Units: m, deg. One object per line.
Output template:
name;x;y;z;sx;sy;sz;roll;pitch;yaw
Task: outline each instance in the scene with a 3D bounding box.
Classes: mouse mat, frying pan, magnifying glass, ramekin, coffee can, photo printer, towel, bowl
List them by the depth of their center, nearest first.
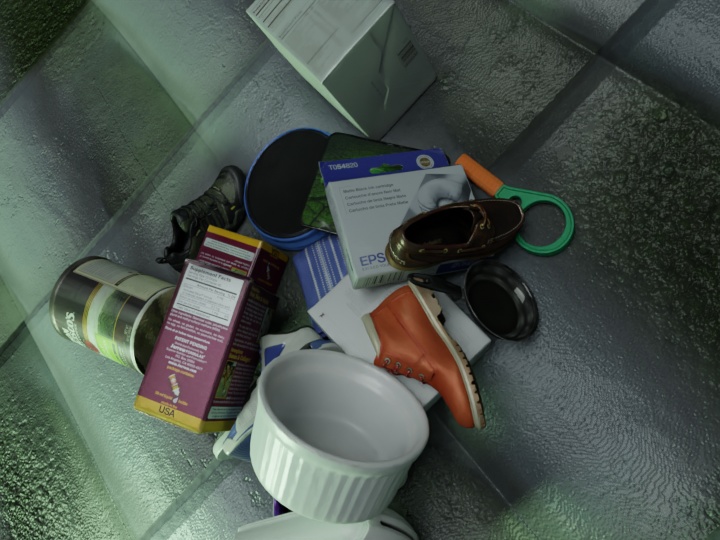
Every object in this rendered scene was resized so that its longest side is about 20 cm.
ramekin;-0.030;0.187;0.742;0.199;0.199;0.099;32;115;29
photo printer;-0.032;0.341;0.798;0.198;0.167;0.070;-21;48;19
frying pan;0.146;0.045;0.806;0.031;0.188;0.116;-49;60;49
magnifying glass;0.206;-0.096;0.894;0.080;0.022;0.200;-48;63;6
towel;0.000;0.000;0.962;0.198;0.024;0.147;-26;66;14
mouse mat;0.019;-0.118;0.963;0.197;0.008;0.163;14;74;14
bowl;-0.098;-0.133;1.036;0.198;0.039;0.204;-7;73;23
coffee can;-0.373;0.072;1.046;0.198;0.146;0.148;16;82;28

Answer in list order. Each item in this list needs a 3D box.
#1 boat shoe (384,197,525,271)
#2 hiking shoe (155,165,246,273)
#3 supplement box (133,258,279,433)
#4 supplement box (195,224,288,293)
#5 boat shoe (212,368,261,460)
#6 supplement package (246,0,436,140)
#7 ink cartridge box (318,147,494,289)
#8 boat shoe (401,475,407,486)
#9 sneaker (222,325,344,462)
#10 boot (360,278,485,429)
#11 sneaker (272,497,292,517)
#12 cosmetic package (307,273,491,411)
boat shoe;0.127;-0.050;0.814;0.198;0.070;0.071;-20;71;-22
hiking shoe;-0.253;-0.086;1.061;0.075;0.101;0.202;23;86;28
supplement box;-0.199;0.104;0.873;0.102;0.131;0.203;16;81;13
supplement box;-0.206;0.047;1.009;0.109;0.086;0.203;16;82;27
boat shoe;-0.147;0.187;0.954;0.200;0.071;0.064;-47;62;-3
supplement package;-0.024;-0.336;0.973;0.147;0.191;0.200;-45;62;6
ink cartridge box;0.058;-0.086;0.879;0.197;0.041;0.202;-10;65;-16
boat shoe;0.001;0.199;0.880;0.075;0.060;0.202;-34;63;13
sneaker;-0.108;0.153;0.877;0.200;0.080;0.115;-51;38;5
boot;0.075;0.113;0.788;0.106;0.075;0.202;-28;61;0
sneaker;-0.079;0.262;0.885;0.079;0.088;0.203;-3;73;26
cosmetic package;0.049;0.079;0.864;0.150;0.052;0.200;-41;70;-10
